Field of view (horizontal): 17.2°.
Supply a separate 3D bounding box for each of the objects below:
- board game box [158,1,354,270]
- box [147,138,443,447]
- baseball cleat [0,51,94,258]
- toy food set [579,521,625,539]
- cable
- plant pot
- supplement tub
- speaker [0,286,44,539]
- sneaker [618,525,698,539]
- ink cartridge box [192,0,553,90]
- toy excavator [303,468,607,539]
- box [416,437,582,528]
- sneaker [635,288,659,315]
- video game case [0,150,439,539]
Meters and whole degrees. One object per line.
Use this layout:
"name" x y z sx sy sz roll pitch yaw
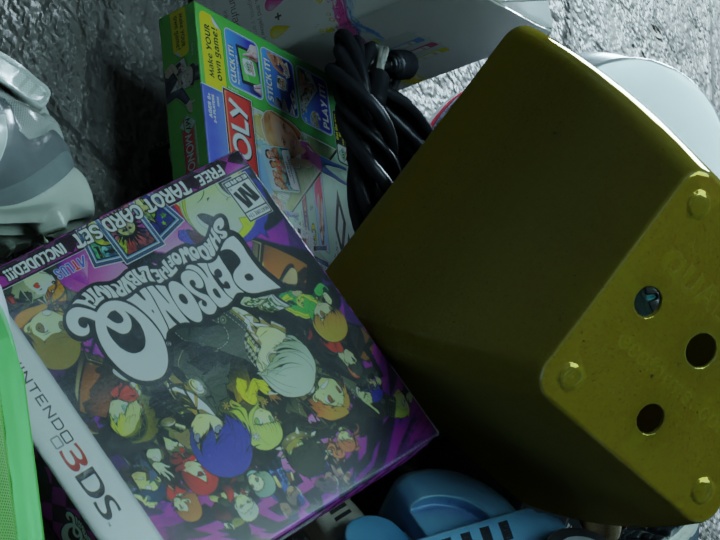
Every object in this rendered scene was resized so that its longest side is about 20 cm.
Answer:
"board game box" -0.049 -0.034 1.294 0.135 0.029 0.200 25 50 -49
"box" -0.031 0.017 1.373 0.200 0.047 0.193 0 71 -59
"baseball cleat" -0.201 -0.058 1.120 0.200 0.070 0.107 13 54 -67
"toy food set" 0.103 0.080 1.463 0.200 0.049 0.198 60 -12 -21
"cable" 0.025 -0.037 1.338 0.163 0.051 0.200 33 47 -77
"plant pot" 0.128 0.020 1.226 0.200 0.176 0.200 40 85 -28
"supplement tub" 0.123 -0.056 1.433 0.140 0.200 0.141 1 88 -19
"speaker" -0.185 0.092 1.024 0.088 0.088 0.200 17 59 -56
"sneaker" 0.176 0.225 1.578 0.200 0.077 0.086 -48 126 -50
"ink cartridge box" 0.013 -0.190 1.412 0.125 0.200 0.129 16 59 -56
"toy excavator" 0.006 0.143 1.216 0.194 0.100 0.200 -11 47 -35
"box" 0.064 0.208 1.350 0.200 0.079 0.141 -58 134 -47
"sneaker" 0.223 -0.026 1.529 0.200 0.086 0.078 -29 105 -34
"video game case" -0.085 0.054 1.148 0.200 0.036 0.181 -28 80 -38
